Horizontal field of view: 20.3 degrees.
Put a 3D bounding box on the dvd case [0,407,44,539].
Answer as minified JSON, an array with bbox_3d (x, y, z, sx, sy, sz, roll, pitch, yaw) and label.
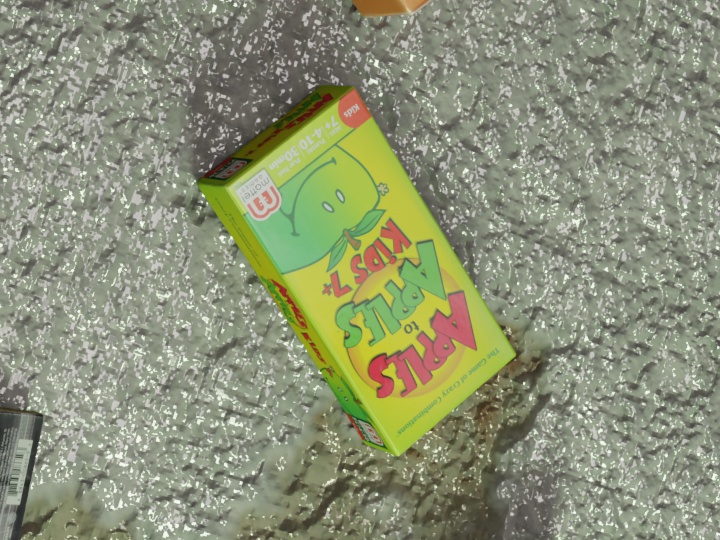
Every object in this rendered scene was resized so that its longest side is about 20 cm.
[{"bbox_3d":[-0.259,0.141,1.065,0.200,0.016,0.150,11,90,-53],"label":"dvd case"}]

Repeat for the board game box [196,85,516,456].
[{"bbox_3d":[0.000,0.000,1.205,0.101,0.048,0.200,-39,110,-18],"label":"board game box"}]

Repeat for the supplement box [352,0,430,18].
[{"bbox_3d":[-0.014,-0.246,1.163,0.069,0.066,0.200,-42,112,-17],"label":"supplement box"}]
